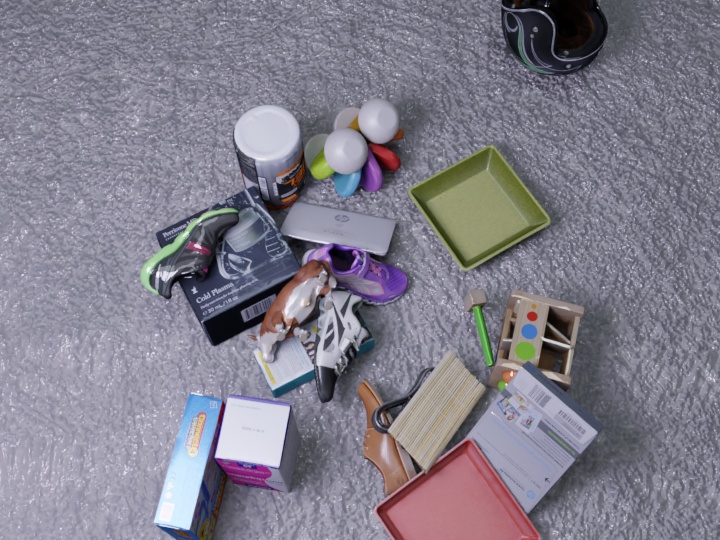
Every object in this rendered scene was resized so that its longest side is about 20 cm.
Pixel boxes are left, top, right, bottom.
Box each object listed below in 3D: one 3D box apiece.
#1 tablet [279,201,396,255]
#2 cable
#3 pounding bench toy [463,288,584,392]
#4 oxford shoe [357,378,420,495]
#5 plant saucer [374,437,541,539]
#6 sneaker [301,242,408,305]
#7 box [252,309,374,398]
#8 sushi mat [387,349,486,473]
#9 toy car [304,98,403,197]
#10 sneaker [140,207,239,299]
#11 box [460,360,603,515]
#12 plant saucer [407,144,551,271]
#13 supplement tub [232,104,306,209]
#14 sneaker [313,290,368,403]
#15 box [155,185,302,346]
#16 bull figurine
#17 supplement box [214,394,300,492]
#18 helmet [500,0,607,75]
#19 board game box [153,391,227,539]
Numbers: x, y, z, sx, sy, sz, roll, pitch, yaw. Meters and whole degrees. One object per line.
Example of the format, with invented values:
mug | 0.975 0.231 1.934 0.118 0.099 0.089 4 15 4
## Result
tablet | -0.039 -0.081 1.626 0.199 0.014 0.130 12 33 5
cable | 0.098 0.210 1.466 0.199 0.050 0.098 -5 67 -41
pounding bench toy | 0.260 0.130 1.502 0.199 0.124 0.157 15 67 7
oxford shoe | 0.030 0.277 1.471 0.071 0.071 0.201 -21 68 -3
plant saucer | 0.153 0.407 1.412 0.200 0.037 0.200 -33 81 -14
sneaker | 0.000 0.000 1.560 0.199 0.088 0.081 16 59 -20
box | -0.080 0.138 1.543 0.199 0.049 0.083 -26 68 -11
sushi mat | 0.129 0.228 1.451 0.096 0.012 0.200 45 56 -4
toy car | 0.000 -0.221 1.663 0.200 0.175 0.150 -44 109 -18
sneaker | -0.276 -0.028 1.485 0.200 0.077 0.084 -43 88 -13
box | 0.267 0.271 1.416 0.156 0.041 0.200 41 116 17
plant saucer | 0.220 -0.110 1.654 0.199 0.048 0.200 -29 68 -12
supplement tub | -0.162 -0.200 1.614 0.122 0.200 0.123 0 66 1
sneaker | -0.032 0.125 1.480 0.088 0.074 0.201 3 66 4
box | -0.227 -0.008 1.572 0.199 0.124 0.197 -28 67 -11
bull figurine | -0.111 0.069 1.468 0.065 0.121 0.201 33 88 -26
supplement box | -0.158 0.278 1.399 0.101 0.200 0.104 8 67 5
helmet | 0.381 -0.482 1.744 0.199 0.191 0.201 -22 39 19
board game box | -0.252 0.318 1.383 0.056 0.196 0.201 10 67 4
